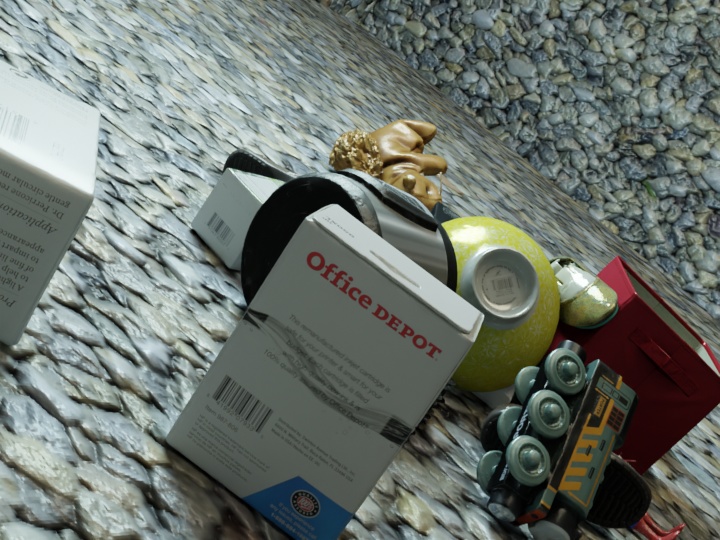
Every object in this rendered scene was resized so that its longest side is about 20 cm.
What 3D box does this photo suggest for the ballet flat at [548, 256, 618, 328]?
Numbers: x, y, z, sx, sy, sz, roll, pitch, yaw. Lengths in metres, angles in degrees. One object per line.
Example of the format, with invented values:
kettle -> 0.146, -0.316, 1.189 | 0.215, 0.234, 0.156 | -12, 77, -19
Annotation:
ballet flat -> 0.252, 0.020, 1.378 | 0.070, 0.071, 0.200 | 33, 6, -6

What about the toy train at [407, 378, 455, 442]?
toy train -> 0.053, 0.129, 1.151 | 0.045, 0.034, 0.200 | 34, 15, 10

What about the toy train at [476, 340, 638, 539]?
toy train -> 0.190, 0.164, 1.100 | 0.113, 0.085, 0.201 | 35, 57, -7

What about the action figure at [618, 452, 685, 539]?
action figure -> 0.275, 0.231, 1.295 | 0.199, 0.052, 0.065 | 38, 20, 19

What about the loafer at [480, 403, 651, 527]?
loafer -> 0.215, 0.192, 1.199 | 0.198, 0.073, 0.071 | 34, 16, -7

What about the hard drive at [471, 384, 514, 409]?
hard drive -> 0.139, 0.101, 1.425 | 0.131, 0.027, 0.200 | 37, 16, 5

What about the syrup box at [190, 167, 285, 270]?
syrup box -> -0.086, -0.047, 1.286 | 0.079, 0.082, 0.199 | 45, 18, 27

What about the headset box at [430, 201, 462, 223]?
headset box -> 0.137, 0.017, 1.442 | 0.173, 0.093, 0.200 | 34, 16, -4

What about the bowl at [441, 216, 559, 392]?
bowl -> 0.144, 0.027, 1.285 | 0.199, 0.202, 0.108 | 33, -19, -4

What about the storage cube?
storage cube -> 0.320, 0.121, 1.412 | 0.171, 0.180, 0.200 | 42, 14, -6

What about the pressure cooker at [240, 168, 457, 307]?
pressure cooker -> -0.002, 0.002, 1.154 | 0.199, 0.177, 0.179 | 15, 59, -52

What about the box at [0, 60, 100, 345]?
box -> -0.304, -0.079, 0.834 | 0.197, 0.132, 0.201 | 28, 16, -22

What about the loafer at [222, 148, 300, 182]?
loafer -> -0.078, -0.087, 1.434 | 0.199, 0.074, 0.071 | 39, 17, 14

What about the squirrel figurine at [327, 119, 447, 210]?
squirrel figurine -> 0.041, -0.144, 1.803 | 0.197, 0.143, 0.188 | 14, 32, -17

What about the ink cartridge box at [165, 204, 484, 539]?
ink cartridge box -> -0.024, 0.076, 0.833 | 0.144, 0.201, 0.084 | 35, 16, 4
